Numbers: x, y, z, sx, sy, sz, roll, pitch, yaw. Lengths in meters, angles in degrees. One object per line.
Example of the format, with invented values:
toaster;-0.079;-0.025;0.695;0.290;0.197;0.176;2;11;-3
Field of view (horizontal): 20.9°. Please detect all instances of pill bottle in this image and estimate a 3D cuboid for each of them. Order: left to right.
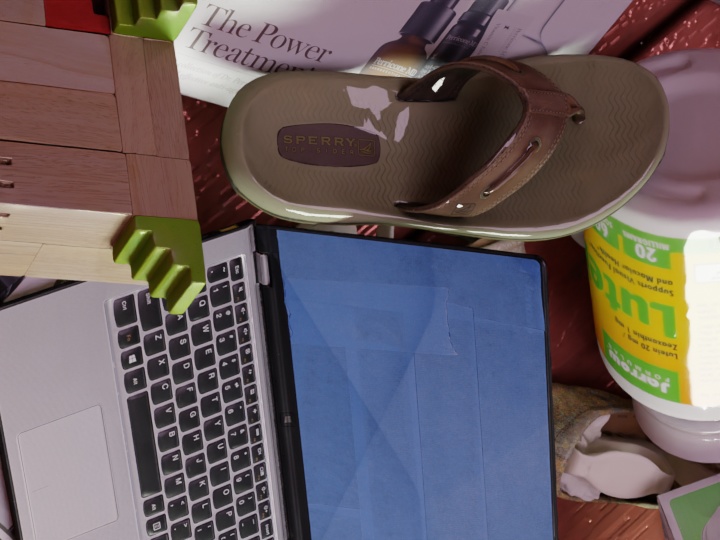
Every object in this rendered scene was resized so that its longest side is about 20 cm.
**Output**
pill bottle;0.166;0.002;0.943;0.111;0.111;0.201;-34;140;-17

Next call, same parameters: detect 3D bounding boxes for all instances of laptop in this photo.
laptop;-0.033;0.088;0.808;0.199;0.116;0.189;-19;119;-27

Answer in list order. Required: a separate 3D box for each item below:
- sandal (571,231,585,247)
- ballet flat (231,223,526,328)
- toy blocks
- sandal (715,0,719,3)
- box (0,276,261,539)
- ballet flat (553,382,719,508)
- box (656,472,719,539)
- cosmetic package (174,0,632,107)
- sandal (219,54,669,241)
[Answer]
sandal;0.190;-0.065;1.015;0.201;0.050;0.083;-21;137;-12
ballet flat;0.000;0.000;0.916;0.199;0.067;0.063;2;81;-39
toy blocks;-0.139;-0.077;0.712;0.136;0.201;0.100;4;151;-27
sandal;0.205;-0.161;0.970;0.201;0.050;0.083;2;109;-34
box;-0.143;0.039;0.824;0.117;0.060;0.200;-44;128;-10
ballet flat;0.158;0.102;1.055;0.199;0.071;0.071;10;104;-37
box;0.271;0.157;1.049;0.199;0.097;0.177;-20;152;4
cosmetic package;0.016;-0.125;0.828;0.199;0.052;0.151;12;128;-37
sandal;0.042;-0.053;0.811;0.199;0.057;0.080;-5;79;-21
